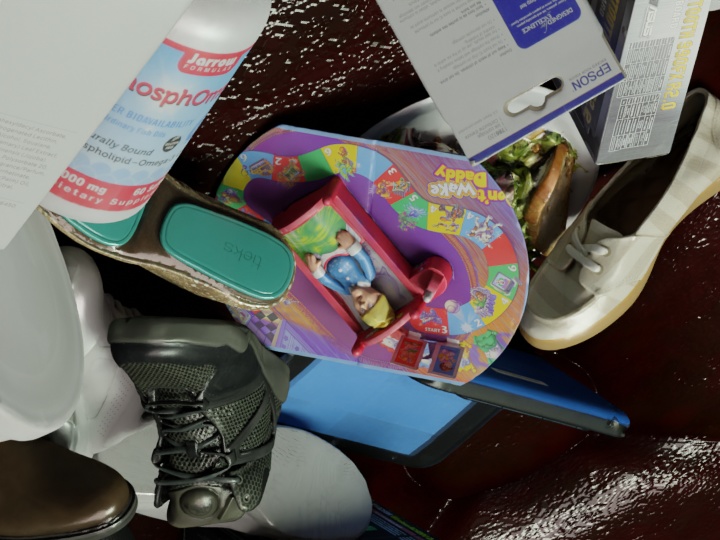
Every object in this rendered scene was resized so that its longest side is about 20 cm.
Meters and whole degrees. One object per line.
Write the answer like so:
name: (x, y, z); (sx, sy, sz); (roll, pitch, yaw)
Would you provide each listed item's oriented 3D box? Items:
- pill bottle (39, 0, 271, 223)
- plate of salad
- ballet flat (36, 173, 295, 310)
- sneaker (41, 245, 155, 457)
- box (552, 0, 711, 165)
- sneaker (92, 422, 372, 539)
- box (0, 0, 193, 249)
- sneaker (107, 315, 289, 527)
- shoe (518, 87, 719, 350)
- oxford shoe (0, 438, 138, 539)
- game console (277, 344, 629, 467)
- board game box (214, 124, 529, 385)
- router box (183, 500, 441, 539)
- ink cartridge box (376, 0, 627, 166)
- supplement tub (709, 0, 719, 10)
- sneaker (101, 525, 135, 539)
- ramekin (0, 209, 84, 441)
pill bottle: (-0.116, -0.129, 1.465); (0.108, 0.109, 0.200); (9, 132, -35)
plate of salad: (0.060, -0.038, 1.718); (0.199, 0.048, 0.201); (-14, 143, -11)
ballet flat: (-0.131, -0.031, 1.600); (0.199, 0.071, 0.065); (33, 164, -22)
sneaker: (-0.159, 0.042, 1.690); (0.099, 0.078, 0.200); (-20, 151, -17)
box: (0.137, -0.183, 1.491); (0.048, 0.159, 0.201); (-10, 140, -16)
sneaker: (-0.093, 0.144, 1.839); (0.199, 0.076, 0.088); (14, 156, -18)
box: (-0.189, -0.138, 1.379); (0.106, 0.153, 0.200); (15, 129, -38)
sneaker: (-0.098, 0.090, 1.657); (0.076, 0.115, 0.199); (1, 164, 16)
shoe: (0.165, -0.034, 1.731); (0.200, 0.070, 0.053); (-46, 136, -15)
oxford shoe: (-0.231, 0.114, 1.667); (0.199, 0.073, 0.085); (13, 135, 9)
game console: (0.045, 0.098, 1.825); (0.199, 0.170, 0.119); (16, 102, -40)
board game box: (0.000, 0.000, 1.646); (0.199, 0.039, 0.159); (10, 121, 9)
router box: (-0.017, 0.211, 1.860); (0.149, 0.200, 0.063); (-2, 101, -25)
ink cartridge box: (0.052, -0.166, 1.459); (0.099, 0.201, 0.039); (-28, -177, 7)
supplement tub: (0.261, -0.217, 1.526); (0.199, 0.145, 0.145); (-4, 139, -24)
sneaker: (-0.183, 0.226, 1.884); (0.088, 0.074, 0.200); (-18, 148, 1)
ramekin: (-0.241, 0.010, 1.505); (0.094, 0.203, 0.202); (-21, 144, 16)
